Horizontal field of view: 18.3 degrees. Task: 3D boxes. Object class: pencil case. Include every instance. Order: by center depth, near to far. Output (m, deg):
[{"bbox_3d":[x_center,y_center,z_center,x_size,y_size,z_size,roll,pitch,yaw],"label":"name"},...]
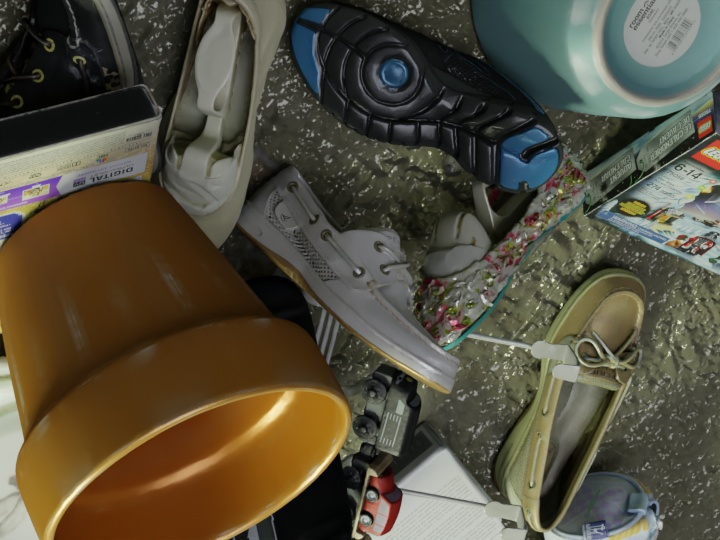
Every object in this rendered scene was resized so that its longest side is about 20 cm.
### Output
[{"bbox_3d":[0.197,0.251,1.738,0.090,0.083,0.201,-10,122,4],"label":"pencil case"}]

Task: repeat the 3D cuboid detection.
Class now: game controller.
[{"bbox_3d":[-0.062,0.107,1.490,0.104,0.042,0.201,-17,99,-41],"label":"game controller"}]

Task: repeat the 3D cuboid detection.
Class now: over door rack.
[{"bbox_3d":[0.041,0.093,1.569,0.199,0.067,0.148,16,114,4],"label":"over door rack"}]

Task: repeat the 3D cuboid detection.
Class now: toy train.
[{"bbox_3d":[0.007,0.158,1.543,0.046,0.034,0.201,20,115,13],"label":"toy train"}]

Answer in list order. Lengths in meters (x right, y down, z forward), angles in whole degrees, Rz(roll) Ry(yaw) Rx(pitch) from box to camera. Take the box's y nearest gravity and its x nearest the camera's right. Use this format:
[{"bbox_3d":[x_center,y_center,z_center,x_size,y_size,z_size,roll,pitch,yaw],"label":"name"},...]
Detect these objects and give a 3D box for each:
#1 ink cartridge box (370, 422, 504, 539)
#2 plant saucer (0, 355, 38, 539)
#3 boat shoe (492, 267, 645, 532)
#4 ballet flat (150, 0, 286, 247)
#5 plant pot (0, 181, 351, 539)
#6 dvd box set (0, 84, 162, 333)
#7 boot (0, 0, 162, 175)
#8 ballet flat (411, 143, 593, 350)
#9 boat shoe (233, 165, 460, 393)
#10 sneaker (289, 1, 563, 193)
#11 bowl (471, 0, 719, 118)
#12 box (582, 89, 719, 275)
[{"bbox_3d":[0.023,0.237,1.680,0.200,0.044,0.174,-39,125,-2],"label":"ink cartridge box"},{"bbox_3d":[-0.220,0.154,1.484,0.201,0.200,0.050,-62,165,14],"label":"plant saucer"},{"bbox_3d":[0.163,0.096,1.656,0.073,0.063,0.201,18,107,-30],"label":"boat shoe"},{"bbox_3d":[-0.098,-0.097,1.439,0.069,0.069,0.201,5,110,-25],"label":"ballet flat"},{"bbox_3d":[-0.133,0.055,1.361,0.199,0.184,0.200,-23,154,-12],"label":"plant pot"},{"bbox_3d":[-0.203,-0.029,1.386,0.146,0.029,0.200,-17,152,-20],"label":"dvd box set"},{"bbox_3d":[-0.215,-0.113,1.372,0.153,0.074,0.204,-24,133,-10],"label":"boot"},{"bbox_3d":[0.085,-0.026,1.526,0.200,0.075,0.064,-48,120,-37],"label":"ballet flat"},{"bbox_3d":[0.000,0.000,1.465,0.069,0.200,0.071,-48,155,-1],"label":"boat shoe"},{"bbox_3d":[0.041,-0.119,1.494,0.199,0.082,0.073,30,112,-13],"label":"sneaker"},{"bbox_3d":[0.186,-0.182,1.500,0.200,0.105,0.202,-10,119,-20],"label":"bowl"},{"bbox_3d":[0.277,-0.049,1.601,0.199,0.040,0.137,21,144,-30],"label":"box"}]
